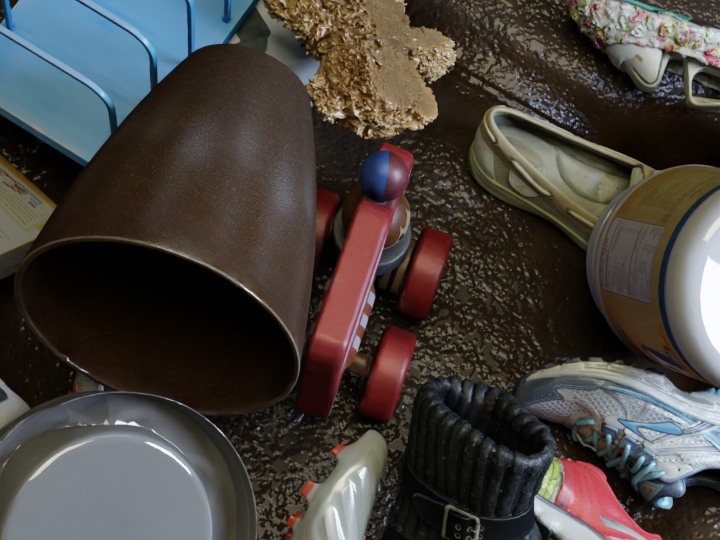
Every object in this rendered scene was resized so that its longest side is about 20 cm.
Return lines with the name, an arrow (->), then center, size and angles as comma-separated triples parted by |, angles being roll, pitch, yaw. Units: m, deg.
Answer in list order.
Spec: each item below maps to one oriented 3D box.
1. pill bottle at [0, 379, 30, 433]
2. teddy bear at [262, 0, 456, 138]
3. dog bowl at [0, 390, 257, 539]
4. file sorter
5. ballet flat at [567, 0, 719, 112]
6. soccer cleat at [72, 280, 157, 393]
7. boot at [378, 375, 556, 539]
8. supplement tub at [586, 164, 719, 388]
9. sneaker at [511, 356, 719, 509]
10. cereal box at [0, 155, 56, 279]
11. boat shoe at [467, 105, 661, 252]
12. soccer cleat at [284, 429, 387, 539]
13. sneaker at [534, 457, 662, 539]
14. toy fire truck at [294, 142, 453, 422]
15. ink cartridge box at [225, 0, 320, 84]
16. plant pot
pill bottle -> -0.323, 0.069, 1.293 | 0.200, 0.114, 0.114 | 42, 67, 10
teddy bear -> -0.003, -0.173, 1.378 | 0.144, 0.067, 0.201 | -2, 62, -43
dog bowl -> -0.168, 0.169, 1.255 | 0.198, 0.059, 0.202 | -4, 101, -24
file sorter -> -0.166, -0.192, 1.334 | 0.138, 0.123, 0.201 | 31, 69, 7
ballet flat -> 0.249, -0.161, 1.504 | 0.198, 0.076, 0.065 | 17, 81, 3
soccer cleat -> -0.163, 0.047, 1.342 | 0.068, 0.085, 0.202 | 0, 67, -9
boot -> 0.107, 0.178, 1.271 | 0.210, 0.159, 0.079 | 26, 24, 13
supplement tub -> 0.245, 0.003, 1.338 | 0.143, 0.200, 0.146 | -1, 96, -13
sneaker -> 0.202, 0.118, 1.374 | 0.198, 0.078, 0.087 | 12, 72, -2
cereal box -> -0.304, -0.043, 1.322 | 0.144, 0.040, 0.200 | 42, 28, 10
boat shoe -> 0.176, -0.061, 1.451 | 0.199, 0.063, 0.074 | 29, 66, 4
soccer cleat -> -0.024, 0.203, 1.298 | 0.077, 0.069, 0.201 | 29, 81, 8
sneaker -> 0.126, 0.155, 1.359 | 0.200, 0.077, 0.085 | 42, 48, 5
toy fire truck -> 0.000, 0.000, 1.341 | 0.111, 0.168, 0.201 | 20, 66, 0
ink cartridge box -> -0.103, -0.184, 1.451 | 0.198, 0.083, 0.148 | -20, 71, -15
plant pot -> -0.103, -0.042, 1.263 | 0.185, 0.187, 0.201 | 17, 57, -1
